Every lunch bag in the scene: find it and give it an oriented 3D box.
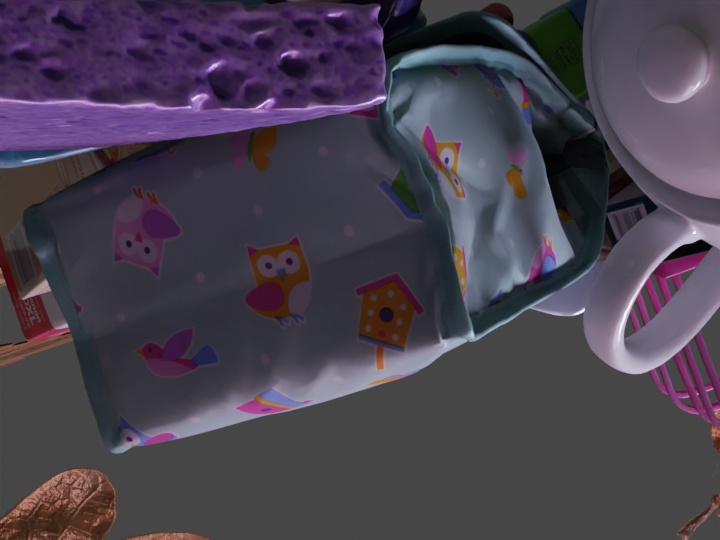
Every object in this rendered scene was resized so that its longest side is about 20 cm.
[{"bbox_3d":[-0.004,-0.022,0.617,0.170,0.122,0.200,-18,-175,29],"label":"lunch bag"}]

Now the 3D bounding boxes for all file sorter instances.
[{"bbox_3d":[0.239,0.019,0.918,0.138,0.126,0.200,-21,-176,0],"label":"file sorter"}]

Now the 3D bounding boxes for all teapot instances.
[{"bbox_3d":[0.150,-0.079,0.562,0.146,0.201,0.197,-19,180,-41],"label":"teapot"}]

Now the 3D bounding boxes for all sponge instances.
[{"bbox_3d":[-0.084,-0.052,0.439,0.111,0.030,0.200,-3,-178,-25],"label":"sponge"}]

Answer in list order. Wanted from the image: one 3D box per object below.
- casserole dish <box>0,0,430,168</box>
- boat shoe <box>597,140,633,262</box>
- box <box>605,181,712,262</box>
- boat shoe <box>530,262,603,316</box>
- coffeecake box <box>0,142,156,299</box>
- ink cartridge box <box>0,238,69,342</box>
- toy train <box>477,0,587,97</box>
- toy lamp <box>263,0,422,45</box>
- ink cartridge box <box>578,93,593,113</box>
[{"bbox_3d":[-0.067,-0.088,0.630,0.199,0.039,0.121,-18,177,-20],"label":"casserole dish"},{"bbox_3d":[0.171,-0.073,0.906,0.202,0.075,0.075,-23,-144,-36],"label":"boat shoe"},{"bbox_3d":[0.233,-0.059,0.757,0.199,0.038,0.136,-16,-169,42],"label":"box"},{"bbox_3d":[0.058,-0.024,0.973,0.198,0.074,0.068,12,-175,-19],"label":"boat shoe"},{"bbox_3d":[-0.079,-0.056,0.807,0.199,0.073,0.153,-17,176,-25],"label":"coffeecake box"},{"bbox_3d":[-0.124,-0.026,0.990,0.145,0.084,0.200,-15,177,-38],"label":"ink cartridge box"},{"bbox_3d":[0.092,-0.113,0.869,0.116,0.085,0.200,-35,-173,-15],"label":"toy train"},{"bbox_3d":[-0.031,-0.099,0.490,0.058,0.058,0.200,-19,174,23],"label":"toy lamp"},{"bbox_3d":[0.185,-0.136,0.954,0.117,0.068,0.200,-17,177,-16],"label":"ink cartridge box"}]
